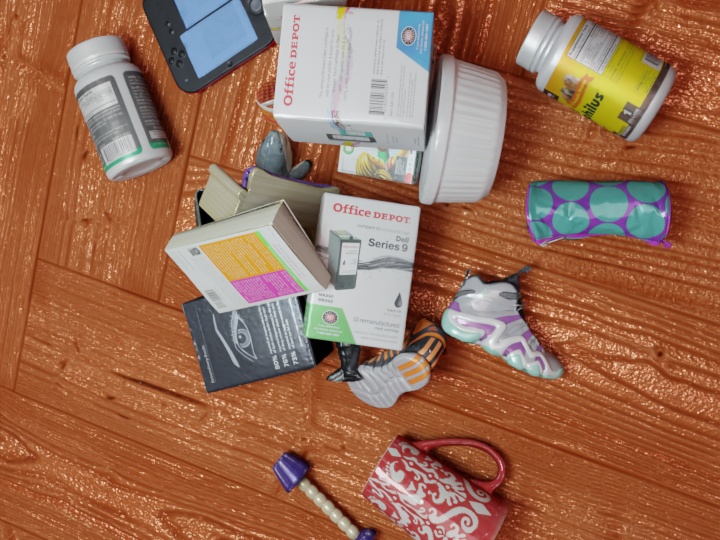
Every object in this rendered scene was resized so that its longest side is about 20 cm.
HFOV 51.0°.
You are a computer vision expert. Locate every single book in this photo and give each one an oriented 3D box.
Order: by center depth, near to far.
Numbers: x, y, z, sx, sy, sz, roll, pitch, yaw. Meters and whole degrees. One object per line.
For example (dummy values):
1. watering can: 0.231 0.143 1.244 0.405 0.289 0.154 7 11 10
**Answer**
1. book: -0.153 -0.009 1.024 0.196 0.049 0.135 -12 129 31

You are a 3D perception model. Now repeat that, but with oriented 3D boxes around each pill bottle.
1. pill bottle: 0.314 -0.269 1.023 0.197 0.109 0.111 32 104 8
2. pill bottle: -0.384 -0.256 1.197 0.111 0.113 0.205 -20 92 15

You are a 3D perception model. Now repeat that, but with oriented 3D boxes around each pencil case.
1. pencil case: 0.331 -0.079 1.056 0.194 0.085 0.095 0 82 14

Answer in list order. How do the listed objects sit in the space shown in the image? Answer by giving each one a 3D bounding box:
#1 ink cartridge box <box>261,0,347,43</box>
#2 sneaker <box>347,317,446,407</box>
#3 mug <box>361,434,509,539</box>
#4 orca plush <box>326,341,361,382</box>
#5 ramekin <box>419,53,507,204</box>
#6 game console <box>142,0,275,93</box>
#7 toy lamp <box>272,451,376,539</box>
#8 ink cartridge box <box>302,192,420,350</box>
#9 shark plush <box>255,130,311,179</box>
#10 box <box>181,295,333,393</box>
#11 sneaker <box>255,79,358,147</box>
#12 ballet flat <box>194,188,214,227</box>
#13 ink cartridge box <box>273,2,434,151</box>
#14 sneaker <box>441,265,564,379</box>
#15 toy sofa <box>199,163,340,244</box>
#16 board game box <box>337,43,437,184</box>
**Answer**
1. ink cartridge box: -0.078 -0.381 1.048 0.113 0.200 0.069 -12 94 -1
2. sneaker: 0.065 0.141 1.159 0.198 0.112 0.078 -25 105 49
3. mug: 0.120 0.342 1.163 0.197 0.178 0.135 32 140 12
4. orca plush: -0.040 0.066 1.150 0.104 0.070 0.206 10 92 54
5. ramekin: 0.140 -0.187 1.038 0.091 0.203 0.208 8 99 1
6. game console: -0.234 -0.396 1.185 0.197 0.031 0.180 -26 91 15
7. toy lamp: -0.062 0.377 1.229 0.199 0.058 0.059 41 105 5
8. ink cartridge box: 0.000 0.000 1.078 0.142 0.084 0.206 7 90 -5
9. shark plush: -0.163 -0.124 1.174 0.090 0.083 0.202 37 104 6
10. box: -0.160 0.090 1.191 0.195 0.104 0.152 -14 94 16
11. sneaker: -0.065 -0.232 1.137 0.197 0.077 0.074 26 76 23
12. ballet flat: -0.226 -0.040 1.167 0.065 0.057 0.203 -27 55 2
13. ink cartridge box: -0.004 -0.253 1.009 0.194 0.146 0.151 6 88 6
14. sneaker: 0.230 0.064 1.106 0.196 0.078 0.143 25 92 -4
15. toy sofa: -0.127 -0.108 1.102 0.082 0.198 0.099 38 110 35
16. board game box: 0.039 -0.240 1.125 0.123 0.034 0.206 11 100 22
